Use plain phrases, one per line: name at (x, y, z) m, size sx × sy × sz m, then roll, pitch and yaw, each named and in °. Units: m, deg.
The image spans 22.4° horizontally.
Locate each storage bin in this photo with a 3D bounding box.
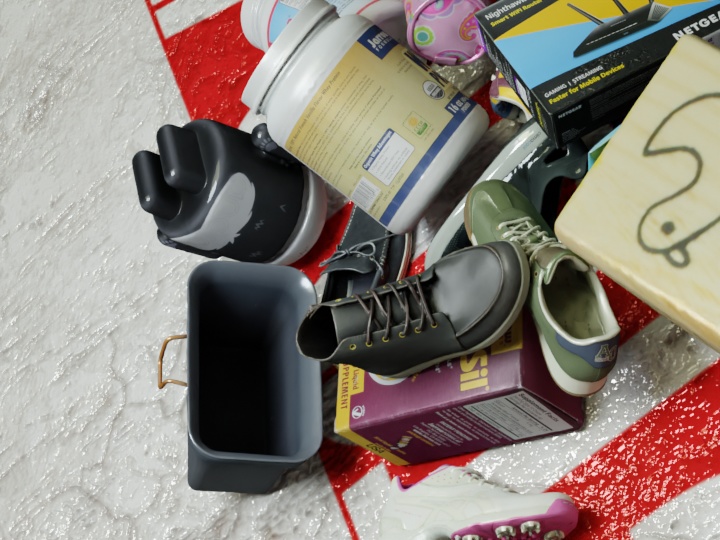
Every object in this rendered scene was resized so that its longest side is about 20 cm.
storage bin at (-0.122, 0.112, 1.705) m, size 0.135 × 0.144 × 0.201 m, roll 117°, pitch 153°, yaw -56°

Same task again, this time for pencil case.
pencil case at (0.079, -0.271, 1.741) m, size 0.087 × 0.087 × 0.201 m, roll -38°, pitch 29°, yaw 19°

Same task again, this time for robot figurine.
robot figurine at (-0.125, -0.076, 1.773) m, size 0.150 × 0.199 × 0.126 m, roll 5°, pitch 80°, yaw 51°

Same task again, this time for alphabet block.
alphabet block at (0.306, -0.030, 1.384) m, size 0.196 × 0.196 × 0.200 m, roll -55°, pitch 45°, yaw 2°

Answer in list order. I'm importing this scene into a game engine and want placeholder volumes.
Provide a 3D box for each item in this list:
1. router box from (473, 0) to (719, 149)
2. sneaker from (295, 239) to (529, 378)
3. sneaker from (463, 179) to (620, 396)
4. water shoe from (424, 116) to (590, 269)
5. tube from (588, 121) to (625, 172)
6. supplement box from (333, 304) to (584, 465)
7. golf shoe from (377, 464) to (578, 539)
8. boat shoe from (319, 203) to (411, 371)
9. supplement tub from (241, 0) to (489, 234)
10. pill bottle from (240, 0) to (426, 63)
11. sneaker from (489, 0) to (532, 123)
router box at (0.220, -0.209, 1.589) m, size 0.199 × 0.051 × 0.150 m, roll -27°, pitch 51°, yaw -6°
sneaker at (0.042, 0.035, 1.466) m, size 0.200 × 0.106 × 0.075 m, roll -36°, pitch 60°, yaw 40°
sneaker at (0.153, -0.003, 1.465) m, size 0.067 × 0.090 × 0.201 m, roll -21°, pitch 70°, yaw -18°
water shoe at (0.131, -0.047, 1.626) m, size 0.079 × 0.071 × 0.200 m, roll 42°, pitch 122°, yaw 9°
tube at (0.212, -0.072, 1.485) m, size 0.050 × 0.200 × 0.077 m, roll 40°, pitch 74°, yaw 22°
supplement box at (0.085, 0.081, 1.581) m, size 0.199 × 0.103 × 0.132 m, roll -17°, pitch 57°, yaw 33°
golf shoe at (0.094, 0.199, 1.537) m, size 0.199 × 0.075 × 0.092 m, roll -16°, pitch 56°, yaw 33°
boat shoe at (0.000, 0.000, 1.725) m, size 0.074 × 0.062 × 0.201 m, roll -7°, pitch 63°, yaw 40°
supplement tub at (0.004, -0.144, 1.676) m, size 0.200 × 0.144 × 0.145 m, roll 38°, pitch 96°, yaw 2°
pill bottle at (-0.032, -0.240, 1.841) m, size 0.199 × 0.109 × 0.109 m, roll 27°, pitch 87°, yaw 45°
sneaker at (0.149, -0.193, 1.686) m, size 0.090 × 0.075 × 0.201 m, roll -36°, pitch 49°, yaw 15°
